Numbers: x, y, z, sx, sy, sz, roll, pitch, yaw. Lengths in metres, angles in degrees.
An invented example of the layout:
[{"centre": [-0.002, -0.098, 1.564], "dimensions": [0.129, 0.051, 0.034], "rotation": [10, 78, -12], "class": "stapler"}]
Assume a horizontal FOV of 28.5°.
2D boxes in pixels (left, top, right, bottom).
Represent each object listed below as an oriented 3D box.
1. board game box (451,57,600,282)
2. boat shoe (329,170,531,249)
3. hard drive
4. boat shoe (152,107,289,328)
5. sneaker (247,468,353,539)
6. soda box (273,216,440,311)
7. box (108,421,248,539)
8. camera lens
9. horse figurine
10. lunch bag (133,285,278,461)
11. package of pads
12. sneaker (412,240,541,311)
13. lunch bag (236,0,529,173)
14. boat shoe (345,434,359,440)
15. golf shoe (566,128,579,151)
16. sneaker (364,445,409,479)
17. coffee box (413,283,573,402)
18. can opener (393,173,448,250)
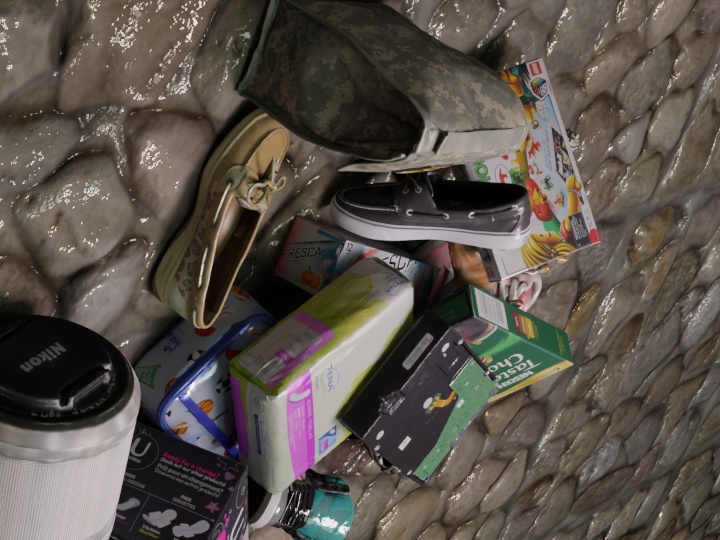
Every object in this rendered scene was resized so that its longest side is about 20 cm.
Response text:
[{"centre": [0.157, -0.103, 1.443], "dimensions": [0.125, 0.035, 0.202], "rotation": [-21, 94, -22], "class": "board game box"}, {"centre": [0.068, -0.067, 1.369], "dimensions": [0.070, 0.198, 0.067], "rotation": [-68, 164, -51], "class": "boat shoe"}, {"centre": [0.064, 0.131, 1.413], "dimensions": [0.140, 0.038, 0.200], "rotation": [-51, 151, -4], "class": "hard drive"}, {"centre": [-0.110, -0.046, 1.245], "dimensions": [0.073, 0.063, 0.201], "rotation": [8, 113, -56], "class": "boat shoe"}, {"centre": [-0.064, 0.242, 1.450], "dimensions": [0.084, 0.120, 0.200], "rotation": [-59, -173, 2], "class": "sneaker"}, {"centre": [0.000, 0.000, 1.435], "dimensions": [0.199, 0.068, 0.064], "rotation": [14, 101, -58], "class": "soda box"}, {"centre": [-0.180, 0.252, 1.327], "dimensions": [0.201, 0.131, 0.115], "rotation": [94, 19, -53], "class": "box"}, {"centre": [-0.266, 0.149, 1.125], "dimensions": [0.159, 0.160, 0.201], "rotation": [-18, 134, -45], "class": "camera lens"}, {"centre": [0.131, 0.021, 1.520], "dimensions": [0.131, 0.050, 0.201], "rotation": [4, 139, -21], "class": "horse figurine"}, {"centre": [-0.131, 0.116, 1.370], "dimensions": [0.160, 0.075, 0.200], "rotation": [-45, 148, -11], "class": "lunch bag"}, {"centre": [-0.034, 0.095, 1.342], "dimensions": [0.200, 0.068, 0.155], "rotation": [-37, 145, -31], "class": "package of pads"}, {"centre": [0.134, 0.014, 1.608], "dimensions": [0.199, 0.104, 0.076], "rotation": [-6, 127, -50], "class": "sneaker"}, {"centre": [0.026, -0.145, 1.203], "dimensions": [0.163, 0.199, 0.118], "rotation": [-8, 126, -52], "class": "lunch bag"}, {"centre": [0.006, 0.155, 1.532], "dimensions": [0.200, 0.063, 0.074], "rotation": [6, 121, -29], "class": "boat shoe"}, {"centre": [0.165, -0.121, 1.550], "dimensions": [0.199, 0.078, 0.098], "rotation": [0, 126, -53], "class": "golf shoe"}, {"centre": [0.035, 0.190, 1.644], "dimensions": [0.076, 0.082, 0.200], "rotation": [-23, 151, 12], "class": "sneaker"}, {"centre": [0.127, 0.081, 1.514], "dimensions": [0.122, 0.044, 0.199], "rotation": [-27, 148, 28], "class": "coffee box"}, {"centre": [0.060, -0.084, 1.445], "dimensions": [0.079, 0.063, 0.200], "rotation": [-47, 149, -11], "class": "can opener"}]
